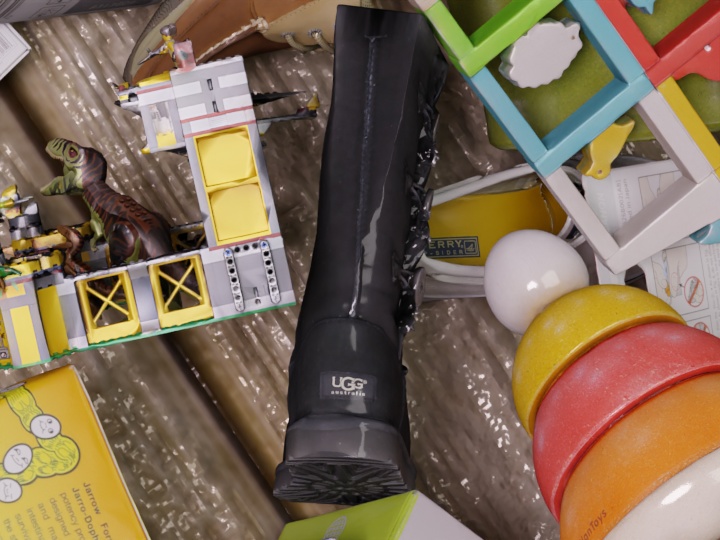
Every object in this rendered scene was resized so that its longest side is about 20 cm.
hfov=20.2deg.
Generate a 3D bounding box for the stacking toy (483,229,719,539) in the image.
[{"bbox_3d":[0.117,0.053,0.903,0.146,0.146,0.200,-12,53,-29],"label":"stacking toy"}]

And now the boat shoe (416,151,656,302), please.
[{"bbox_3d":[0.100,-0.027,1.010,0.201,0.086,0.075,-5,83,-28],"label":"boat shoe"}]

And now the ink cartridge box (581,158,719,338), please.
[{"bbox_3d":[0.180,0.020,1.037,0.200,0.050,0.163,-11,92,-38],"label":"ink cartridge box"}]

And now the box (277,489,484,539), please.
[{"bbox_3d":[0.042,0.168,0.922,0.200,0.122,0.048,39,60,-17],"label":"box"}]

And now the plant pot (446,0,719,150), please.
[{"bbox_3d":[0.119,-0.160,1.001,0.200,0.200,0.194,-9,97,-28],"label":"plant pot"}]

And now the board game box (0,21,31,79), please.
[{"bbox_3d":[-0.253,-0.075,0.865,0.126,0.035,0.200,48,63,-13],"label":"board game box"}]

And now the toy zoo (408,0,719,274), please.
[{"bbox_3d":[0.127,-0.090,0.922,0.131,0.020,0.200,-40,112,-1],"label":"toy zoo"}]

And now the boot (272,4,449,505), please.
[{"bbox_3d":[0.000,0.000,0.916,0.065,0.165,0.201,4,74,-4],"label":"boot"}]

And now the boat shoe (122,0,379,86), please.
[{"bbox_3d":[-0.021,-0.135,0.924,0.200,0.076,0.074,-41,90,13],"label":"boat shoe"}]

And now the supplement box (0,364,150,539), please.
[{"bbox_3d":[-0.197,0.129,0.814,0.200,0.109,0.110,-24,92,-29],"label":"supplement box"}]

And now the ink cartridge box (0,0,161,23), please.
[{"bbox_3d":[-0.174,-0.209,0.900,0.160,0.047,0.201,-14,83,-42],"label":"ink cartridge box"}]

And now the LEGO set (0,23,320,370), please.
[{"bbox_3d":[-0.097,-0.038,0.840,0.153,0.200,0.116,-11,96,7],"label":"LEGO set"}]
